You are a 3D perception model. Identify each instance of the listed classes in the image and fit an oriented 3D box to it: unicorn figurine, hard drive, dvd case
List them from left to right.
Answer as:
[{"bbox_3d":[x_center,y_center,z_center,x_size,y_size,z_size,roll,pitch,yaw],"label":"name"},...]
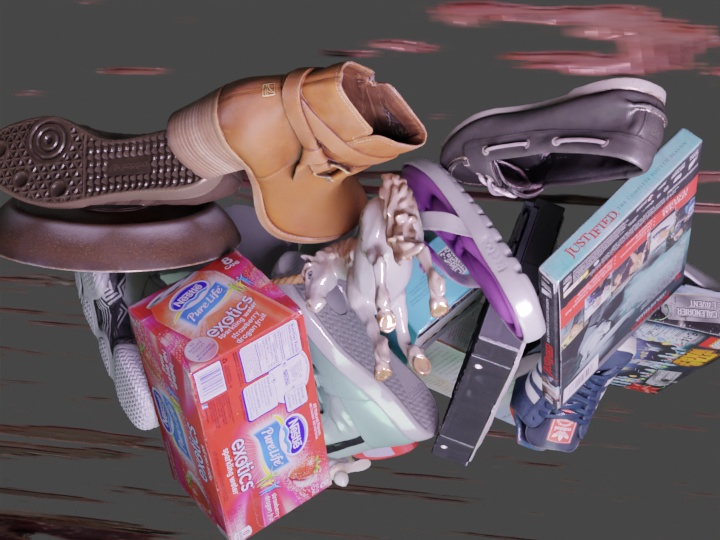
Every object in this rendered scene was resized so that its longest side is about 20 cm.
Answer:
[{"bbox_3d":[0.009,0.006,1.072,0.074,0.137,0.200,1,142,-30],"label":"unicorn figurine"},{"bbox_3d":[0.108,0.052,1.200,0.038,0.140,0.200,19,146,4],"label":"hard drive"},{"bbox_3d":[0.179,0.005,1.065,0.022,0.146,0.200,39,163,26],"label":"dvd case"}]

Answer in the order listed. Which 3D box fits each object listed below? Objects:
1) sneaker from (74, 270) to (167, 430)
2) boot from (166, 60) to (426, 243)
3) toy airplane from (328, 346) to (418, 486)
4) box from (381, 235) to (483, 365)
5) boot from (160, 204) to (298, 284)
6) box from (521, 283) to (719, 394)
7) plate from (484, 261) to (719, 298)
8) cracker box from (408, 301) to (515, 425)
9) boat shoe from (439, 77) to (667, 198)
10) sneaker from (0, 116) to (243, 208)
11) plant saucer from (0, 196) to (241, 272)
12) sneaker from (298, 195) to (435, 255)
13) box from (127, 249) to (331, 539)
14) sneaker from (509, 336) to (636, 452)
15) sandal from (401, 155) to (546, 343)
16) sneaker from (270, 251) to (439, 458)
[{"bbox_3d":[-0.163,0.031,1.262,0.115,0.200,0.075,-13,153,-24],"label":"sneaker"},{"bbox_3d":[-0.016,-0.079,1.054,0.155,0.074,0.200,-13,158,35],"label":"boot"},{"bbox_3d":[-0.056,0.113,1.390,0.200,0.141,0.199,41,160,-6],"label":"toy airplane"},{"bbox_3d":[0.057,0.023,1.231,0.049,0.082,0.200,49,172,8],"label":"box"},{"bbox_3d":[-0.108,-0.011,1.320,0.200,0.074,0.096,2,169,41],"label":"boot"},{"bbox_3d":[0.222,0.053,1.273,0.137,0.040,0.200,11,162,-8],"label":"box"},{"bbox_3d":[0.229,0.024,1.297,0.200,0.032,0.199,-9,155,43],"label":"plate"},{"bbox_3d":[0.091,0.072,1.419,0.200,0.058,0.134,25,159,-10],"label":"cracker box"},{"bbox_3d":[0.119,-0.076,1.011,0.067,0.057,0.200,21,158,-32],"label":"boat shoe"},{"bbox_3d":[-0.185,-0.071,1.155,0.200,0.071,0.076,5,169,20],"label":"sneaker"},{"bbox_3d":[-0.192,-0.040,1.182,0.200,0.032,0.200,2,-165,-1],"label":"plant saucer"},{"bbox_3d":[0.000,0.000,1.271,0.082,0.074,0.200,18,161,-17],"label":"sneaker"},{"bbox_3d":[-0.096,0.099,1.160,0.095,0.100,0.200,41,151,40],"label":"box"},{"bbox_3d":[0.171,0.102,1.246,0.075,0.085,0.200,12,162,-3],"label":"sneaker"},{"bbox_3d":[0.063,-0.017,1.060,0.050,0.203,0.083,-27,127,-9],"label":"sandal"},{"bbox_3d":[-0.038,0.080,1.231,0.118,0.074,0.200,-23,117,30],"label":"sneaker"}]
